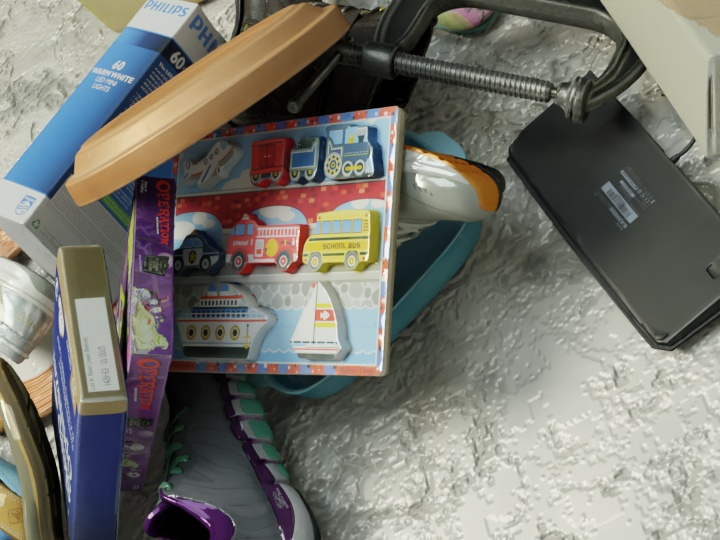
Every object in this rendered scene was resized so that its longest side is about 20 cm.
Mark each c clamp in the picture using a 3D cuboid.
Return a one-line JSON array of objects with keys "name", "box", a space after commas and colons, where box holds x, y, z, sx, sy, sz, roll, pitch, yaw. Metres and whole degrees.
[{"name": "c clamp", "box": [0.077, -0.129, 0.995, 0.199, 0.027, 0.171, 9, 43, 15]}]

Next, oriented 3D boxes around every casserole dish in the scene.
[{"name": "casserole dish", "box": [0.000, 0.000, 1.038, 0.200, 0.039, 0.121, -48, 45, 2]}]

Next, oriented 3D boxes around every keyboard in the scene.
[{"name": "keyboard", "box": [0.173, -0.052, 0.952, 0.127, 0.021, 0.200, -41, 46, 10]}]

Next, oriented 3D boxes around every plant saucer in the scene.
[{"name": "plant saucer", "box": [-0.097, -0.107, 1.001, 0.200, 0.032, 0.200, -32, 11, 7]}]

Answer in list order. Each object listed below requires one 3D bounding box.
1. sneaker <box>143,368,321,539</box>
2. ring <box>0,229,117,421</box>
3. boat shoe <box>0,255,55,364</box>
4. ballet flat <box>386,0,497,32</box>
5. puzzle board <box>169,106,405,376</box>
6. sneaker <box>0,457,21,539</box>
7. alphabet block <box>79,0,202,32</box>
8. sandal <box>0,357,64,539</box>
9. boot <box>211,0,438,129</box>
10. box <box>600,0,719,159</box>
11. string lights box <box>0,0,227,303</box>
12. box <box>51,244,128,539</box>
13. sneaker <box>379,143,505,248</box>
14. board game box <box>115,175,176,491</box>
[{"name": "sneaker", "box": [-0.098, 0.117, 0.987, 0.200, 0.087, 0.075, 54, 140, 45]}, {"name": "ring", "box": [-0.237, 0.029, 1.216, 0.200, 0.019, 0.201, -19, 51, 26]}, {"name": "boat shoe", "box": [-0.302, 0.020, 1.209, 0.201, 0.074, 0.065, 14, 66, 35]}, {"name": "ballet flat", "box": [0.025, -0.234, 1.149, 0.069, 0.071, 0.200, -38, 45, 0]}, {"name": "puzzle board", "box": [-0.054, -0.014, 0.974, 0.199, 0.017, 0.152, -2, 81, 46]}, {"name": "sneaker", "box": [-0.291, 0.146, 1.128, 0.199, 0.090, 0.079, 15, 72, 40]}, {"name": "alphabet block", "box": [-0.159, -0.337, 1.277, 0.199, 0.195, 0.197, -16, 51, 30]}, {"name": "sandal", "box": [-0.217, 0.152, 1.034, 0.054, 0.080, 0.201, -13, 79, -6]}, {"name": "boot", "box": [-0.016, -0.167, 1.111, 0.174, 0.069, 0.201, 7, 76, 43]}, {"name": "box", "box": [0.199, -0.165, 0.946, 0.095, 0.078, 0.200, -20, 47, -6]}, {"name": "string lights box", "box": [-0.162, -0.085, 1.155, 0.059, 0.103, 0.200, 18, 66, 43]}, {"name": "box", "box": [-0.170, 0.097, 1.013, 0.032, 0.201, 0.121, -5, 47, -15]}, {"name": "sneaker", "box": [0.004, -0.027, 0.982, 0.199, 0.075, 0.093, 4, 86, 47]}, {"name": "board game box", "box": [-0.137, 0.045, 1.018, 0.032, 0.200, 0.121, 7, 60, -9]}]
